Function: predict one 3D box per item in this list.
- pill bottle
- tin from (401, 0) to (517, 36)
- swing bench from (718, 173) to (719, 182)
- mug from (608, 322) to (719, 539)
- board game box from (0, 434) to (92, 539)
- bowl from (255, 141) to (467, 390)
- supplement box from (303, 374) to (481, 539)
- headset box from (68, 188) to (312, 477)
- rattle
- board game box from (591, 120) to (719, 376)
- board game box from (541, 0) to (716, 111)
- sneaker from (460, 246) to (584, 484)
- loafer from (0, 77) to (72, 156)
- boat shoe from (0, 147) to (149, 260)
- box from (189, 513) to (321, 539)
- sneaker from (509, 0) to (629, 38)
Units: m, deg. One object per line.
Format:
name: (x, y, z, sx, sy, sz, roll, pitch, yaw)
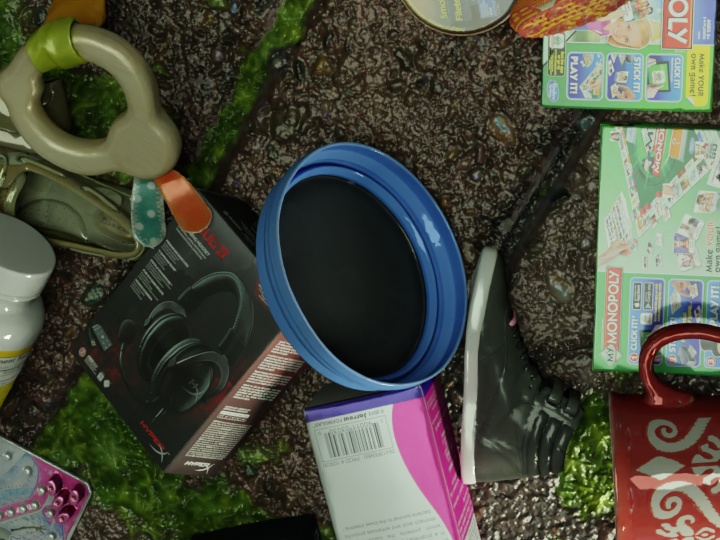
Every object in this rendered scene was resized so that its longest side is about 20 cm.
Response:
pill bottle: (-0.328, 0.053, 1.708, 0.111, 0.111, 0.200, 33, 116, 3)
tin: (0.073, -0.286, 1.631, 0.111, 0.042, 0.201, -8, 99, 7)
swing bench: (0.418, -0.048, 1.563, 0.199, 0.130, 0.200, -41, 114, 13)
mug: (0.296, 0.142, 1.615, 0.199, 0.134, 0.178, -2, 131, 7)
board game box: (-0.361, 0.229, 1.809, 0.199, 0.026, 0.201, 27, 103, 4)
bowl: (0.000, 0.000, 1.624, 0.039, 0.200, 0.201, -25, 96, 43)
supplement box: (0.033, 0.188, 1.693, 0.101, 0.103, 0.201, -12, 97, 11)
headset box: (-0.120, 0.044, 1.678, 0.200, 0.077, 0.149, -50, 62, 16)
rattle: (-0.190, -0.128, 1.676, 0.200, 0.143, 0.130, 39, 103, -14)
board game box: (0.255, -0.017, 1.653, 0.134, 0.029, 0.201, 3, 101, 10)
board game box: (0.211, -0.227, 1.614, 0.134, 0.029, 0.201, 2, 101, 10)
sneaker: (0.133, 0.078, 1.675, 0.099, 0.071, 0.201, 2, 105, 6)
loafer: (-0.331, -0.148, 1.713, 0.199, 0.076, 0.068, 13, 102, -3)
boat shoe: (-0.262, -0.054, 1.718, 0.200, 0.063, 0.073, 21, 104, 8)
box: (-0.088, 0.329, 1.691, 0.123, 0.197, 0.201, -12, 98, 11)
sneaker: (0.191, -0.250, 1.567, 0.200, 0.073, 0.077, -38, 70, 11)
